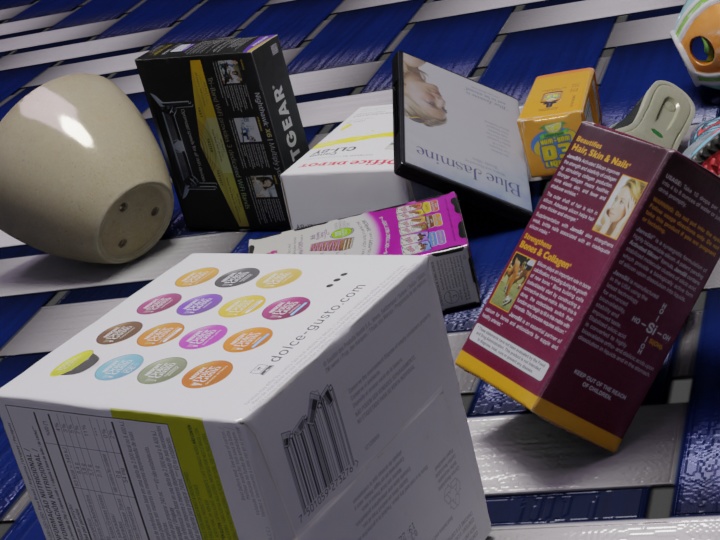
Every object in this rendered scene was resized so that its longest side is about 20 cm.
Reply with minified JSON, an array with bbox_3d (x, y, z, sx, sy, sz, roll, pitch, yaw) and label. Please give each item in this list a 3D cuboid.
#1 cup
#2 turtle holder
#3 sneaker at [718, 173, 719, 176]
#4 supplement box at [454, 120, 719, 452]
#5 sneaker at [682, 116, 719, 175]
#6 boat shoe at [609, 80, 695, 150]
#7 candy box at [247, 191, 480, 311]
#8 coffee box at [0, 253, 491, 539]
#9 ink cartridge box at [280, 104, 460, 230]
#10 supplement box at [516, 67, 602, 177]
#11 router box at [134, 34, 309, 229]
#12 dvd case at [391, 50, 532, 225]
[{"bbox_3d":[-0.281,-0.087,1.635,0.200,0.200,0.143,-30,53,-32],"label":"cup"},{"bbox_3d":[0.403,-0.265,1.666,0.132,0.141,0.186,-28,29,13],"label":"turtle holder"},{"bbox_3d":[0.357,-0.044,1.254,0.200,0.070,0.076,4,30,40],"label":"sneaker"},{"bbox_3d":[0.167,0.009,1.081,0.200,0.086,0.110,-62,30,1],"label":"supplement box"},{"bbox_3d":[0.337,-0.101,1.421,0.096,0.079,0.200,-5,14,46],"label":"sneaker"},{"bbox_3d":[0.261,-0.108,1.501,0.200,0.072,0.068,-47,0,-42],"label":"boat shoe"},{"bbox_3d":[0.000,0.000,1.383,0.200,0.061,0.136,-12,23,4],"label":"candy box"},{"bbox_3d":[-0.066,0.120,0.953,0.198,0.200,0.200,2,27,36],"label":"coffee box"},{"bbox_3d":[0.029,-0.101,1.575,0.145,0.083,0.200,-1,25,27],"label":"ink cartridge box"},{"bbox_3d":[0.208,-0.155,1.594,0.067,0.069,0.200,-8,16,15],"label":"supplement box"},{"bbox_3d":[-0.136,-0.142,1.620,0.157,0.200,0.052,2,28,34],"label":"router box"},{"bbox_3d":[0.098,-0.134,1.520,0.143,0.018,0.200,21,37,-16],"label":"dvd case"}]
